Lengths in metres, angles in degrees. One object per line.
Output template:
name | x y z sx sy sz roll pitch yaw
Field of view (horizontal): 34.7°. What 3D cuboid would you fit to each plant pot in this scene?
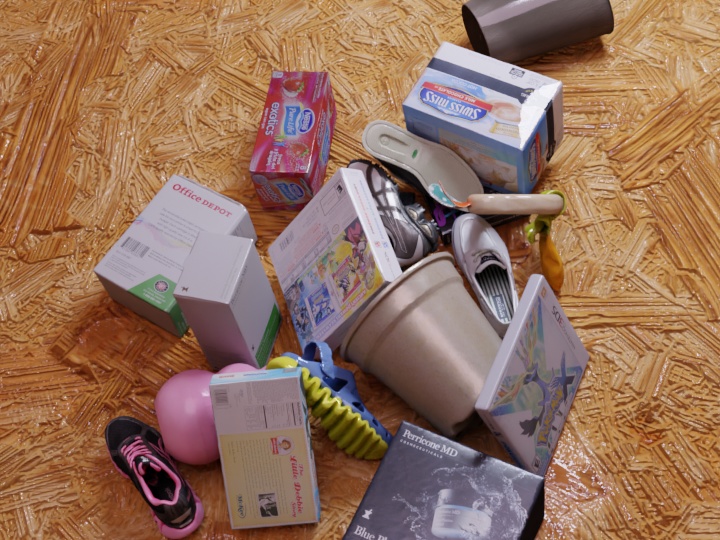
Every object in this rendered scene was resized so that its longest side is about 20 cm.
plant pot | 0.106 0.113 1.500 0.200 0.201 0.184 -38 71 -15

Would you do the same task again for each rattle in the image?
rattle | 0.184 -0.050 1.581 0.198 0.144 0.130 -5 22 -35

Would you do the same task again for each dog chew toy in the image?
dog chew toy | -0.170 0.181 1.531 0.198 0.125 0.125 -15 56 -10

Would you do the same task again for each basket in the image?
basket | 0.272 -0.412 1.831 0.198 0.136 0.181 -24 62 -3

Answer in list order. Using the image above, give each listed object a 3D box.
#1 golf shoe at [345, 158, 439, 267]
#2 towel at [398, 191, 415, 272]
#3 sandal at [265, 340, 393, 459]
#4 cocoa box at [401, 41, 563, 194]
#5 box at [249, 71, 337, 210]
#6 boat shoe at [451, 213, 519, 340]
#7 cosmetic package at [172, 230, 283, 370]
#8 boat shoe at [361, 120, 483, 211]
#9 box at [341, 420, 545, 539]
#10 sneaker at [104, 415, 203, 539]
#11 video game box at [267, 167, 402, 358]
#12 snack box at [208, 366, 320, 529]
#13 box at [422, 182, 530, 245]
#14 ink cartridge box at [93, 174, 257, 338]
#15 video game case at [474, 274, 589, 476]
golf shoe | 0.024 -0.084 1.667 0.094 0.078 0.200 -35 56 -14
towel | -0.002 -0.035 1.698 0.145 0.022 0.202 5 57 12
sandal | -0.028 0.164 1.503 0.200 0.079 0.087 45 48 -9
cocoa box | 0.179 -0.216 1.673 0.199 0.134 0.132 24 66 22
box | -0.100 -0.200 1.770 0.094 0.100 0.202 3 58 11
boat shoe | 0.182 -0.002 1.600 0.073 0.067 0.201 -21 66 -4
cosmetic package | -0.176 0.049 1.563 0.084 0.201 0.108 10 60 15
boat shoe | 0.091 -0.152 1.674 0.199 0.068 0.072 32 85 -1
box | 0.099 0.321 1.396 0.195 0.118 0.201 19 61 20
sneaker | -0.279 0.255 1.512 0.079 0.096 0.200 -38 58 -13
video game box | -0.037 -0.007 1.570 0.046 0.200 0.184 5 55 -38
snack box | -0.119 0.226 1.458 0.115 0.202 0.037 -5 15 5
box | 0.157 -0.144 1.733 0.142 0.036 0.201 -18 55 -2
ink cartridge box | -0.268 -0.025 1.693 0.144 0.088 0.201 26 67 22
video game case | 0.222 0.139 1.457 0.022 0.183 0.201 5 56 38
